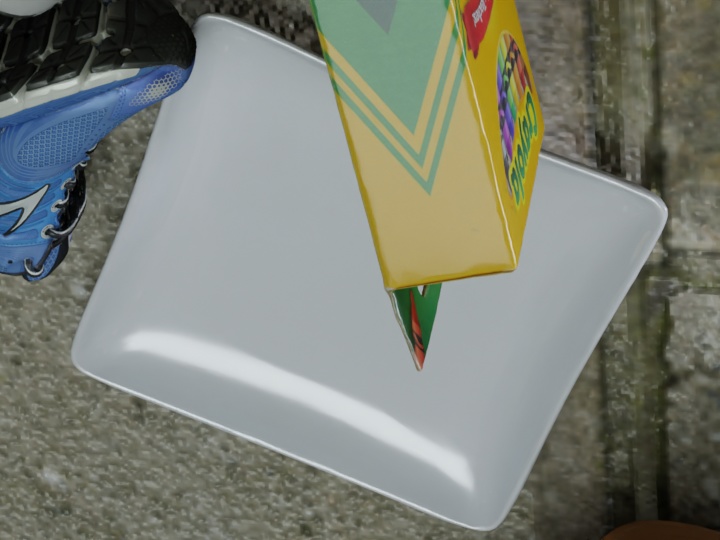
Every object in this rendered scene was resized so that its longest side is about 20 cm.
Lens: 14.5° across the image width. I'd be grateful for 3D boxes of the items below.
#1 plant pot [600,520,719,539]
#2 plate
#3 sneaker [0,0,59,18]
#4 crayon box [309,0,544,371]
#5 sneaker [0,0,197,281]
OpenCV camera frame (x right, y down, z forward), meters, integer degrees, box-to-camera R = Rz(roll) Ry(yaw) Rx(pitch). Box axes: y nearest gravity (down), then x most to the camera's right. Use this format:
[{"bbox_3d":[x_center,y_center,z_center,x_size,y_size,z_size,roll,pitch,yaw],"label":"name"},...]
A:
[{"bbox_3d":[0.133,0.200,1.183,0.200,0.200,0.140,23,113,-4],"label":"plant pot"},{"bbox_3d":[0.000,0.000,1.153,0.199,0.032,0.200,22,129,-3],"label":"plate"},{"bbox_3d":[-0.141,-0.190,1.027,0.115,0.076,0.200,-28,127,25],"label":"sneaker"},{"bbox_3d":[0.023,-0.082,1.001,0.051,0.127,0.201,-10,115,12],"label":"crayon box"},{"bbox_3d":[-0.132,-0.051,1.129,0.200,0.079,0.089,-24,124,38],"label":"sneaker"}]
